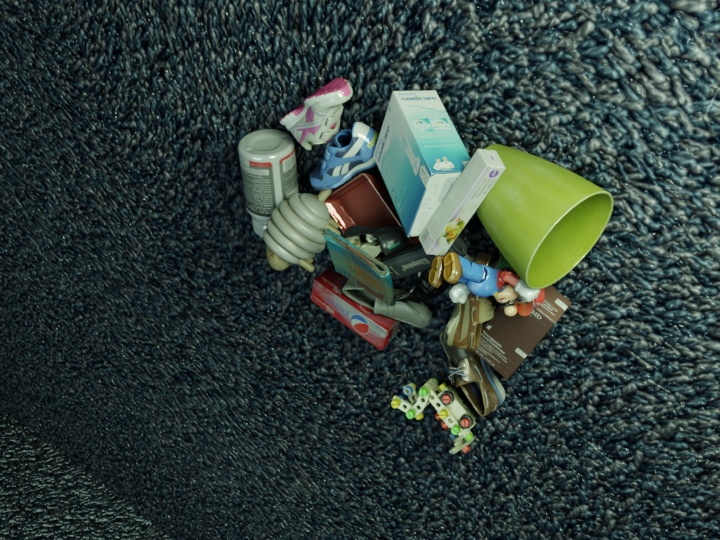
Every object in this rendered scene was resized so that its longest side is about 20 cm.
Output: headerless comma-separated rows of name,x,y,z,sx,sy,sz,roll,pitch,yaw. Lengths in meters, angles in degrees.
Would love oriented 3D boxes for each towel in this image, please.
towel,0.000,0.000,1.642,0.146,0.022,0.200,34,166,16

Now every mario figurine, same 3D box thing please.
mario figurine,0.215,0.035,1.445,0.124,0.198,0.107,-118,45,-60

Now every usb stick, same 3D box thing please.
usb stick,0.106,-0.023,1.534,0.055,0.033,0.199,34,150,-26

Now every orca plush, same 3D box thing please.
orca plush,0.122,0.012,1.587,0.105,0.071,0.200,43,133,-10

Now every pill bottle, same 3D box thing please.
pill bottle,-0.183,-0.173,1.790,0.113,0.114,0.201,23,134,29

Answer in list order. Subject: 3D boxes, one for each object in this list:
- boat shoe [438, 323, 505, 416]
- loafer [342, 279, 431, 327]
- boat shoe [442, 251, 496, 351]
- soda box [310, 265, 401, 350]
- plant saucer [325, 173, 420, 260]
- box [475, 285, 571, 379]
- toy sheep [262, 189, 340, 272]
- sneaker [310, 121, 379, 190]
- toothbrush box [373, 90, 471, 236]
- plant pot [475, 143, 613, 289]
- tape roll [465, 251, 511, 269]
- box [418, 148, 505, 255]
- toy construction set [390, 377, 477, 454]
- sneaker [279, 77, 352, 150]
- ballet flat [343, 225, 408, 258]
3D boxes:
boat shoe,0.215,0.199,1.748,0.201,0.072,0.072,54,141,-6
loafer,0.053,0.068,1.797,0.199,0.070,0.070,25,135,27
boat shoe,0.207,0.059,1.564,0.073,0.076,0.201,23,127,14
soda box,-0.010,0.078,1.872,0.199,0.063,0.070,34,139,18
plant saucer,0.031,-0.087,1.697,0.201,0.037,0.199,54,152,-7
box,0.287,0.101,1.602,0.100,0.075,0.201,39,138,12
toy sheep,-0.116,-0.083,1.730,0.138,0.138,0.201,40,102,11
sneaker,-0.035,-0.216,1.636,0.082,0.074,0.199,37,139,-25
toothbrush box,0.101,-0.180,1.464,0.147,0.085,0.201,108,149,-46
plant pot,0.261,-0.105,1.396,0.200,0.186,0.188,45,144,30
tape roll,0.198,-0.065,1.570,0.199,0.048,0.202,25,136,27
box,0.157,-0.104,1.384,0.201,0.038,0.042,-59,43,39
toy construction set,0.172,0.310,1.864,0.200,0.092,0.131,44,117,-6
sneaker,-0.066,-0.285,1.624,0.089,0.081,0.200,54,149,-9
ballet flat,0.009,-0.048,1.666,0.199,0.073,0.073,0,121,57
